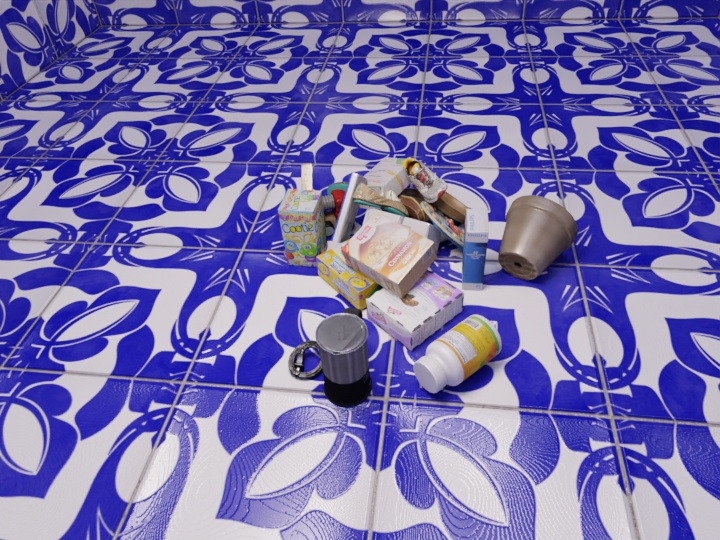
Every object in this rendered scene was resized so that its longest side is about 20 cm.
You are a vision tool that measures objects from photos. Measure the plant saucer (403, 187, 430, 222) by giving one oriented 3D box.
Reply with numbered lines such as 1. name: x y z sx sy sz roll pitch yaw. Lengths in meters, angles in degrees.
1. plant saucer: 0.155 -0.196 1.819 0.198 0.035 0.201 -3 41 2

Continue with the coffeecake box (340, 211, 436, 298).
1. coffeecake box: 0.074 -0.044 1.489 0.199 0.073 0.154 31 68 31

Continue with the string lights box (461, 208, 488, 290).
1. string lights box: 0.306 -0.055 1.523 0.058 0.201 0.103 3 42 8

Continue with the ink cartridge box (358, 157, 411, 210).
1. ink cartridge box: 0.070 -0.270 1.755 0.116 0.068 0.200 12 46 40

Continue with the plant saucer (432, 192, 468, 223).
1. plant saucer: 0.275 -0.201 1.750 0.199 0.036 0.201 31 19 -12

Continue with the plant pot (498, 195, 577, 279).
1. plant pot: 0.469 -0.077 1.564 0.199 0.201 0.174 24 65 28

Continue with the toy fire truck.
1. toy fire truck: -0.115 -0.220 1.744 0.174 0.201 0.129 -14 43 -10

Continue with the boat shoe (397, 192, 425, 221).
1. boat shoe: 0.127 -0.194 1.748 0.067 0.072 0.200 -30 40 -17

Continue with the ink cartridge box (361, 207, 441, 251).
1. ink cartridge box: 0.122 -0.112 1.642 0.198 0.084 0.146 17 4 23

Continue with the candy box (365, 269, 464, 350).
1. candy box: 0.140 0.090 1.474 0.199 0.072 0.167 -33 49 -29

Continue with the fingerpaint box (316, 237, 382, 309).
1. fingerpaint box: 0.000 0.000 1.584 0.166 0.074 0.200 -29 46 -26

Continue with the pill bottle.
1. pill bottle: 0.223 0.197 1.317 0.199 0.112 0.111 -30 47 -25

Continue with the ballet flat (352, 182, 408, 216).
1. ballet flat: 0.067 -0.206 1.634 0.199 0.066 0.070 14 -3 -38

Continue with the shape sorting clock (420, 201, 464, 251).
1. shape sorting clock: 0.252 -0.133 1.651 0.039 0.199 0.201 -44 42 15

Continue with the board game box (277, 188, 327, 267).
1. board game box: -0.162 -0.121 1.638 0.102 0.201 0.105 5 43 11

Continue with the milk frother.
1. milk frother: -0.078 0.187 1.297 0.198 0.189 0.181 -5 41 -1

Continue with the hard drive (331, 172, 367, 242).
1. hard drive: -0.032 -0.181 1.665 0.025 0.202 0.132 18 7 11

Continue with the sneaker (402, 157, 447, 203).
1. sneaker: 0.182 -0.267 1.665 0.078 0.082 0.200 -48 41 8

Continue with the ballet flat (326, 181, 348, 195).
1. ballet flat: -0.012 -0.263 1.893 0.198 0.075 0.075 6 42 15
